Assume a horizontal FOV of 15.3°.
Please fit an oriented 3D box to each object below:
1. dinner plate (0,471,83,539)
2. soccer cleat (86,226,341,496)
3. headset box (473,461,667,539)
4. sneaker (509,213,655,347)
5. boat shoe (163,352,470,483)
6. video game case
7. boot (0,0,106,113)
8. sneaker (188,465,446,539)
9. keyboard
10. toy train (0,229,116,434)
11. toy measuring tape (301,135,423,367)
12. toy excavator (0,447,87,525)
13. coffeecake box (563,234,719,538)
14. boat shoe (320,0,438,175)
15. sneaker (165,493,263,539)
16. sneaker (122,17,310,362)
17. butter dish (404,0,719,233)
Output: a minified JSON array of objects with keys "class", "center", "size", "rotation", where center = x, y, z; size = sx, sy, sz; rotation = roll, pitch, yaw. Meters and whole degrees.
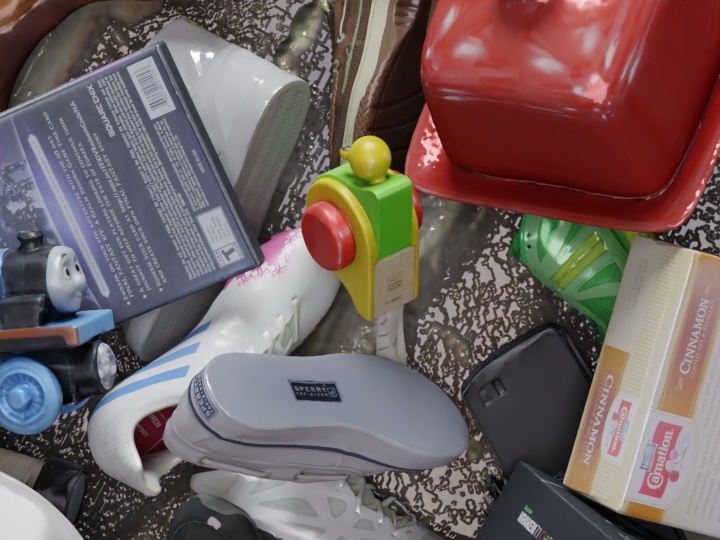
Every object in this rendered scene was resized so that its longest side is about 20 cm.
[{"class":"dinner plate","center":[-0.241,0.203,1.554],"size":[0.199,0.024,0.201],"rotation":[4,110,11]},{"class":"soccer cleat","center":[-0.075,0.059,1.607],"size":[0.200,0.086,0.070],"rotation":[-43,126,-5]},{"class":"headset box","center":[0.162,0.205,1.527],"size":[0.199,0.174,0.093],"rotation":[30,92,-19]},{"class":"sneaker","center":[0.136,-0.008,1.613],"size":[0.083,0.074,0.201],"rotation":[-20,81,12]},{"class":"boat shoe","center":[-0.027,0.090,1.570],"size":[0.065,0.199,0.074],"rotation":[-45,46,36]},{"class":"video game case","center":[-0.174,-0.033,1.591],"size":[0.199,0.019,0.143],"rotation":[-22,99,19]},{"class":"boot","center":[-0.166,-0.158,1.621],"size":[0.199,0.068,0.189],"rotation":[-7,72,17]},{"class":"sneaker","center":[-0.007,0.134,1.620],"size":[0.199,0.076,0.116],"rotation":[11,93,7]},{"class":"keyboard","center":[0.122,0.135,1.624],"size":[0.104,0.040,0.201],"rotation":[-30,101,-2]},{"class":"toy train","center":[-0.242,0.038,1.575],"size":[0.199,0.087,0.115],"rotation":[-5,99,15]},{"class":"toy measuring tape","center":[0.000,0.000,1.604],"size":[0.073,0.074,0.201],"rotation":[4,128,5]},{"class":"toy excavator","center":[-0.240,0.224,1.637],"size":[0.099,0.200,0.195],"rotation":[14,50,6]},{"class":"coffeecake box","center":[0.236,0.080,1.557],"size":[0.199,0.073,0.154],"rotation":[16,92,-25]},{"class":"boat shoe","center":[0.012,-0.147,1.631],"size":[0.075,0.075,0.203],"rotation":[22,99,37]},{"class":"sneaker","center":[-0.102,0.229,1.593],"size":[0.075,0.079,0.201],"rotation":[18,116,16]},{"class":"sneaker","center":[-0.118,-0.054,1.641],"size":[0.115,0.074,0.201],"rotation":[33,105,24]},{"class":"butter dish","center":[0.115,-0.142,1.527],"size":[0.199,0.148,0.200],"rotation":[12,69,33]}]
